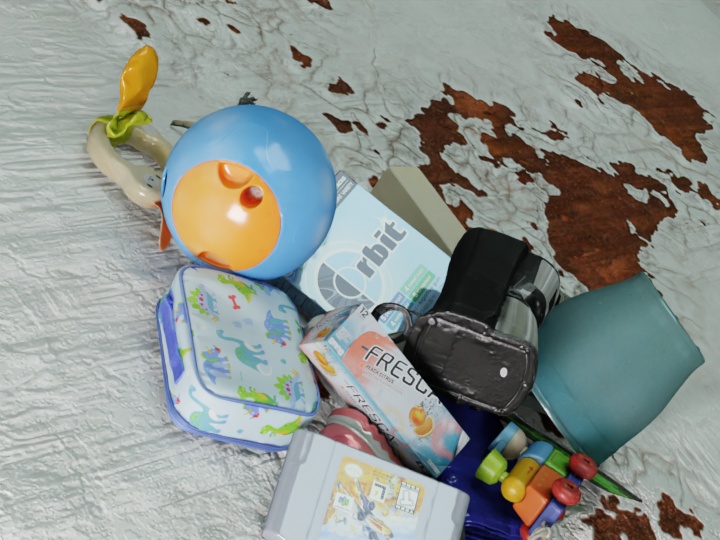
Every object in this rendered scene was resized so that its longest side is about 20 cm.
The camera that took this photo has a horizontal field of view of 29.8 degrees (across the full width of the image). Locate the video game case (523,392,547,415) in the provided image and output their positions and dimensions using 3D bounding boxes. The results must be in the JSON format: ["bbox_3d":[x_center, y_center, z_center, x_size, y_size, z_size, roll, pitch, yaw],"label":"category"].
[{"bbox_3d":[0.254,0.130,1.827,0.199,0.022,0.183,24,35,-20],"label":"video game case"}]

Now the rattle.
[{"bbox_3d":[-0.234,-0.142,1.606,0.130,0.143,0.200,29,22,-46],"label":"rattle"}]

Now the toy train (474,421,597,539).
[{"bbox_3d":[0.173,0.241,1.477,0.116,0.085,0.200,36,27,11],"label":"toy train"}]

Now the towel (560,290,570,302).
[{"bbox_3d":[0.252,0.048,1.837,0.200,0.022,0.147,32,30,-39],"label":"towel"}]

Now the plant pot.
[{"bbox_3d":[0.307,0.108,1.648,0.200,0.188,0.200,53,9,-13],"label":"plant pot"}]

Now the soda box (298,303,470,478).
[{"bbox_3d":[0.026,0.130,1.453,0.064,0.068,0.200,-46,106,-25],"label":"soda box"}]

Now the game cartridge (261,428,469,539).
[{"bbox_3d":[0.007,0.256,1.368,0.199,0.042,0.134,22,56,-9],"label":"game cartridge"}]

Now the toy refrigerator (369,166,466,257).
[{"bbox_3d":[0.094,-0.046,1.845,0.070,0.076,0.200,-5,51,-46],"label":"toy refrigerator"}]

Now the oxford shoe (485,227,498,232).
[{"bbox_3d":[0.165,0.037,1.727,0.071,0.073,0.201,30,64,-40],"label":"oxford shoe"}]

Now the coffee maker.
[{"bbox_3d":[0.126,0.040,1.536,0.192,0.135,0.200,40,32,-9],"label":"coffee maker"}]

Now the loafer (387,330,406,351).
[{"bbox_3d":[0.108,0.111,1.604,0.199,0.063,0.072,15,75,-28],"label":"loafer"}]

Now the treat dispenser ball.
[{"bbox_3d":[-0.126,-0.087,1.538,0.200,0.201,0.201,25,34,-18],"label":"treat dispenser ball"}]

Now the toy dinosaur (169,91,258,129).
[{"bbox_3d":[-0.142,-0.178,1.776,0.199,0.088,0.048,26,24,-17],"label":"toy dinosaur"}]

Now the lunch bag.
[{"bbox_3d":[-0.138,0.092,1.448,0.160,0.083,0.201,15,38,-31],"label":"lunch bag"}]

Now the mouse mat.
[{"bbox_3d":[0.237,0.217,1.625,0.200,0.008,0.161,34,-7,-2],"label":"mouse mat"}]

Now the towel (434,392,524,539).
[{"bbox_3d":[0.130,0.235,1.559,0.147,0.050,0.201,21,35,-35],"label":"towel"}]

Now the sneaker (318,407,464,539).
[{"bbox_3d":[0.021,0.242,1.441,0.200,0.074,0.087,43,55,5],"label":"sneaker"}]

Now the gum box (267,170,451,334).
[{"bbox_3d":[0.000,0.000,1.662,0.200,0.045,0.170,38,61,2],"label":"gum box"}]

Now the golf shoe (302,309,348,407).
[{"bbox_3d":[0.002,0.134,1.536,0.078,0.097,0.201,-33,97,-20],"label":"golf shoe"}]
